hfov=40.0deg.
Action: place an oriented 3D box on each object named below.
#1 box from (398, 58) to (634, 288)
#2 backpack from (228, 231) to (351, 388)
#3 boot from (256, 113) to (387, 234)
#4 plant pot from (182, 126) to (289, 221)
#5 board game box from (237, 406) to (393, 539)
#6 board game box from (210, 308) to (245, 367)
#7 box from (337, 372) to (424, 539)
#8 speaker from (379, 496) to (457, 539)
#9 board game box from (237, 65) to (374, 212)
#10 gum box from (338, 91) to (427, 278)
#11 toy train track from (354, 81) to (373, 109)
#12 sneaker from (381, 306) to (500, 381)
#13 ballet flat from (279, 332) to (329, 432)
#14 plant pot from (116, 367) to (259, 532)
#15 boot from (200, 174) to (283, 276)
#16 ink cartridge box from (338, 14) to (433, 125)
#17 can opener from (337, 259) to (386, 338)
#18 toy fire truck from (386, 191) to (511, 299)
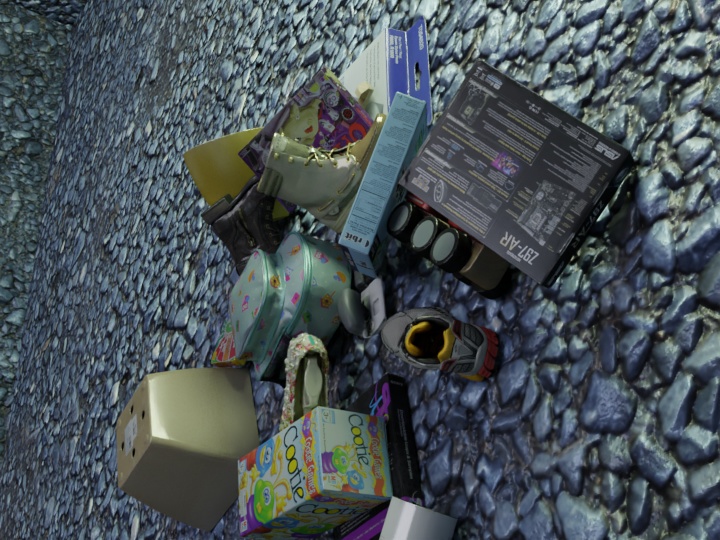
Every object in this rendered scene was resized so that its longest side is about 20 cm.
[{"bbox_3d":[0.161,-0.103,1.043,0.199,0.043,0.162,36,97,24],"label":"box"},{"bbox_3d":[-0.101,0.046,1.439,0.201,0.152,0.177,-52,30,26],"label":"backpack"},{"bbox_3d":[-0.051,-0.158,1.381,0.201,0.153,0.073,-59,10,36],"label":"boot"},{"bbox_3d":[-0.186,-0.148,1.665,0.199,0.197,0.145,-13,92,56],"label":"plant pot"},{"bbox_3d":[-0.062,0.259,1.234,0.199,0.102,0.107,-39,48,43],"label":"board game box"},{"bbox_3d":[-0.194,0.064,1.680,0.095,0.030,0.203,-14,52,56],"label":"board game box"},{"bbox_3d":[0.017,0.252,1.248,0.143,0.036,0.203,-44,42,40],"label":"box"},{"bbox_3d":[0.042,0.355,1.087,0.081,0.080,0.203,-1,68,59],"label":"speaker"},{"bbox_3d":[-0.078,-0.188,1.443,0.199,0.120,0.032,-39,12,32],"label":"board game box"},{"bbox_3d":[0.033,-0.104,1.274,0.170,0.044,0.203,68,-137,-79],"label":"gum box"},{"bbox_3d":[-0.038,-0.193,1.483,0.202,0.032,0.115,-61,30,28],"label":"toy train track"},{"bbox_3d":[0.080,0.077,1.181,0.199,0.081,0.079,4,79,60],"label":"sneaker"},{"bbox_3d":[-0.072,0.188,1.347,0.064,0.074,0.204,-164,69,-71],"label":"ballet flat"},{"bbox_3d":[-0.292,0.277,1.616,0.201,0.175,0.202,-51,36,32],"label":"plant pot"},{"bbox_3d":[-0.141,-0.062,1.567,0.198,0.176,0.069,-31,9,17],"label":"boot"},{"bbox_3d":[0.029,-0.253,1.471,0.199,0.040,0.203,-37,46,46],"label":"ink cartridge box"},{"bbox_3d":[0.000,0.000,1.368,0.053,0.066,0.203,-43,41,41],"label":"can opener"},{"bbox_3d":[0.131,-0.098,1.161,0.202,0.128,0.176,-58,31,3],"label":"toy fire truck"}]
